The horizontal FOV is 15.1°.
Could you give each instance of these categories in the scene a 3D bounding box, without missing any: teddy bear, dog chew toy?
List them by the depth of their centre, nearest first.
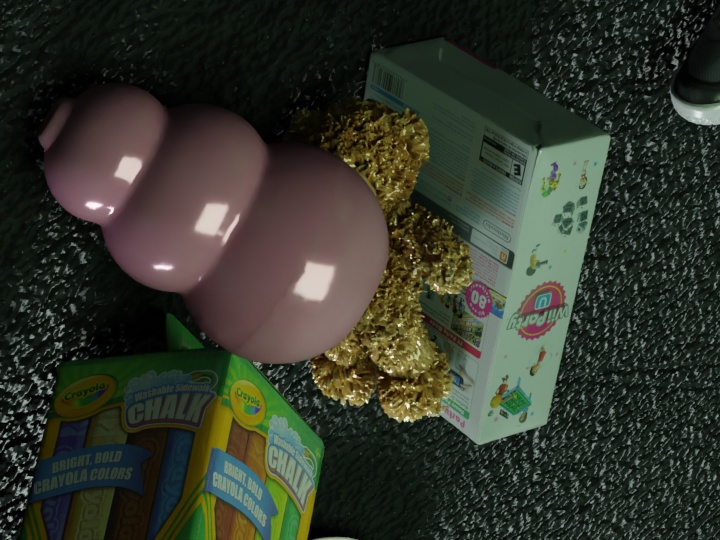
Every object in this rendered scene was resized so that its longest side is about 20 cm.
[{"bbox_3d":[-0.085,-0.033,1.491,0.200,0.125,0.125,30,97,-14],"label":"dog chew toy"},{"bbox_3d":[0.000,0.000,1.602,0.067,0.145,0.200,-27,139,-39],"label":"teddy bear"}]

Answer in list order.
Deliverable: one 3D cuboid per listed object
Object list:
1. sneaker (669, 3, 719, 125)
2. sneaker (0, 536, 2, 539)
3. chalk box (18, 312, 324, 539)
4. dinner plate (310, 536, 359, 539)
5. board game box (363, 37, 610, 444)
[{"bbox_3d":[0.261,-0.193,1.759,0.200,0.075,0.114,-47,138,-16],"label":"sneaker"},{"bbox_3d":[-0.268,0.138,1.512,0.085,0.077,0.200,-41,131,1],"label":"sneaker"},{"bbox_3d":[-0.106,0.123,1.570,0.125,0.124,0.200,49,44,-49],"label":"chalk box"},{"bbox_3d":[-0.056,0.261,1.817,0.200,0.024,0.200,-24,132,-30],"label":"dinner plate"},{"bbox_3d":[0.061,-0.019,1.637,0.064,0.148,0.200,-14,127,-39],"label":"board game box"}]
